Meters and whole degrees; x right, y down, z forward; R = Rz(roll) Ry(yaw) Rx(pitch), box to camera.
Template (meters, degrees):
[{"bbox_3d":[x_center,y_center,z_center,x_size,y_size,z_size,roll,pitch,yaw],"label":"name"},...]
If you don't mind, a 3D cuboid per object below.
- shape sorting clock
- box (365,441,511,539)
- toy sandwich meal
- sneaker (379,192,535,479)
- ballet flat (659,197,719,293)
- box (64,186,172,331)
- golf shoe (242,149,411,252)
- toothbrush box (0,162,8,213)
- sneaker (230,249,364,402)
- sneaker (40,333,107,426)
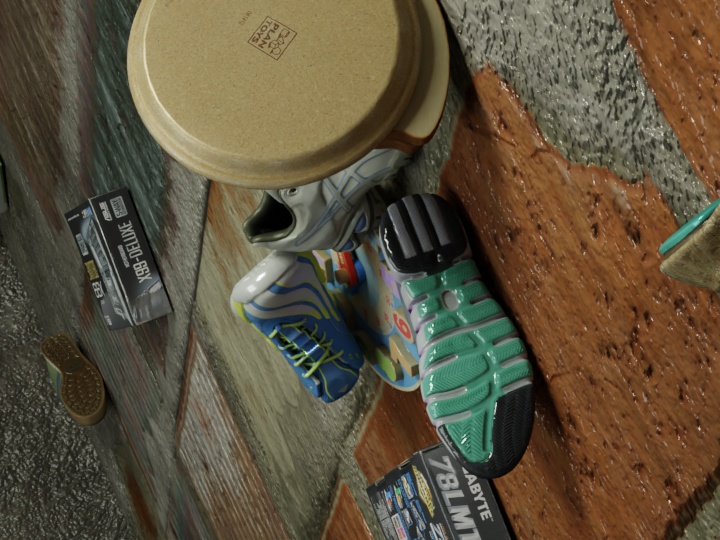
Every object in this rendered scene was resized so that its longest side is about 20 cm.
[{"bbox_3d":[0.000,0.000,1.623,0.200,0.039,0.200,159,90,-74],"label":"shape sorting clock"},{"bbox_3d":[0.078,0.237,1.640,0.199,0.050,0.200,129,119,-71],"label":"box"},{"bbox_3d":[-0.045,-0.133,1.337,0.070,0.205,0.205,72,172,-70],"label":"toy sandwich meal"},{"bbox_3d":[0.069,0.048,1.432,0.088,0.074,0.200,75,180,-72],"label":"sneaker"},{"bbox_3d":[0.186,-0.021,0.948,0.065,0.070,0.200,51,164,10],"label":"ballet flat"},{"bbox_3d":[-0.290,-0.011,2.538,0.158,0.050,0.200,70,164,-3],"label":"box"},{"bbox_3d":[-0.025,-0.079,1.477,0.078,0.097,0.200,58,147,33],"label":"golf shoe"},{"bbox_3d":[-0.638,-0.196,3.389,0.200,0.086,0.146,61,162,25],"label":"toothbrush box"},{"bbox_3d":[-0.037,0.042,1.620,0.105,0.076,0.200,48,178,10],"label":"sneaker"},{"bbox_3d":[-0.415,0.182,3.173,0.200,0.067,0.090,52,164,47],"label":"sneaker"}]
